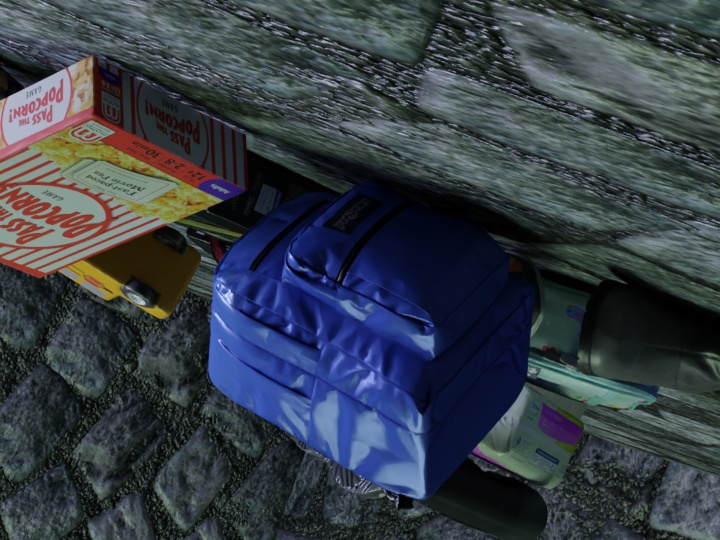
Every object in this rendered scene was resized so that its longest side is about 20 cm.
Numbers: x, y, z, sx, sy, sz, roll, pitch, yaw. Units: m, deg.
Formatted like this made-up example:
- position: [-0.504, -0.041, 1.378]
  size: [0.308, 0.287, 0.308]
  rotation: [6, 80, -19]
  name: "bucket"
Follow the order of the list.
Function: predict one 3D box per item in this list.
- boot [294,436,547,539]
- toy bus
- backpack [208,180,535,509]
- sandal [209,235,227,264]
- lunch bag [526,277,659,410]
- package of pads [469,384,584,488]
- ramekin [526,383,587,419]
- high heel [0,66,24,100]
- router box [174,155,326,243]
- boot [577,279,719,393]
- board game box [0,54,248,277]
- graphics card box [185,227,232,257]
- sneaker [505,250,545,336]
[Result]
- position: [0.064, 0.170, 1.623]
  size: [0.199, 0.066, 0.165]
  rotation: [31, 180, -26]
  name: "boot"
- position: [-0.232, -0.035, 1.695]
  size: [0.199, 0.065, 0.078]
  rotation: [33, 158, -15]
  name: "toy bus"
- position: [0.001, 0.026, 1.401]
  size: [0.199, 0.169, 0.162]
  rotation: [23, -141, 26]
  name: "backpack"
- position: [-0.101, -0.013, 1.751]
  size: [0.200, 0.045, 0.075]
  rotation: [42, 171, 49]
  name: "sandal"
- position: [0.164, 0.058, 1.627]
  size: [0.159, 0.078, 0.200]
  rotation: [21, 177, 2]
  name: "lunch bag"
- position: [0.070, 0.102, 1.677]
  size: [0.199, 0.069, 0.154]
  rotation: [23, 175, 27]
  name: "package of pads"
- position: [0.139, 0.091, 2.016]
  size: [0.201, 0.095, 0.202]
  rotation: [20, 176, 1]
  name: "ramekin"
- position: [-0.295, -0.140, 1.571]
  size: [0.143, 0.071, 0.200]
  rotation: [51, 173, -31]
  name: "high heel"
- position: [-0.107, -0.057, 1.605]
  size: [0.157, 0.053, 0.199]
  rotation: [23, 174, -40]
  name: "router box"
- position: [0.240, 0.056, 1.440]
  size: [0.131, 0.070, 0.200]
  rotation: [14, -176, 31]
  name: "boot"
- position: [-0.198, -0.065, 1.389]
  size: [0.199, 0.047, 0.151]
  rotation: [-21, 151, 33]
  name: "board game box"
- position: [-0.053, -0.011, 1.924]
  size: [0.199, 0.051, 0.125]
  rotation: [18, 174, 12]
  name: "graphics card box"
- position: [0.040, 0.032, 1.520]
  size: [0.111, 0.078, 0.199]
  rotation: [-4, 173, -37]
  name: "sneaker"
